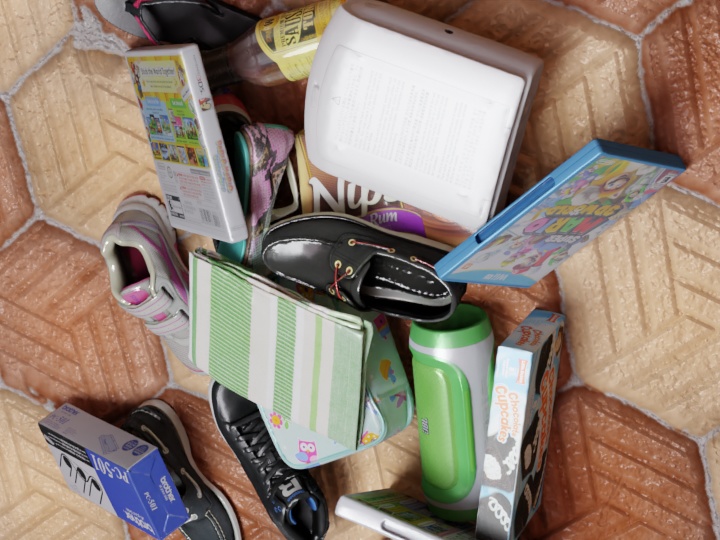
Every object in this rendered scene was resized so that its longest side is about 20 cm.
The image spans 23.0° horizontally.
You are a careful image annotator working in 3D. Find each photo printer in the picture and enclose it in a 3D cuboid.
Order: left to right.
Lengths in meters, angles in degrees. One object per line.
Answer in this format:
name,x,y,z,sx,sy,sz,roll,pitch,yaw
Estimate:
photo printer,0.047,-0.141,1.560,0.198,0.069,0.168,20,120,13

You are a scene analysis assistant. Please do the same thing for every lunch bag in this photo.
lunch bag,-0.044,0.086,1.744,0.160,0.077,0.202,-24,86,38

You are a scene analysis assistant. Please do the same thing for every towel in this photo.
towel,-0.080,0.072,1.680,0.199,0.023,0.154,23,130,22

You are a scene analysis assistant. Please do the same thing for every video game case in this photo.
video game case,-0.167,-0.123,1.680,0.200,0.023,0.184,16,122,68
video game case,0.082,0.257,1.711,0.180,0.200,0.022,22,91,15
video game case,0.177,-0.047,1.570,0.200,0.142,0.018,-39,64,32

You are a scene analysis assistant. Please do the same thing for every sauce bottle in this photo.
sauce bottle,-0.065,-0.207,1.641,0.198,0.066,0.067,-15,105,20

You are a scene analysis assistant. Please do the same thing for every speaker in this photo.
speaker,0.094,0.138,1.714,0.088,0.088,0.202,3,112,23

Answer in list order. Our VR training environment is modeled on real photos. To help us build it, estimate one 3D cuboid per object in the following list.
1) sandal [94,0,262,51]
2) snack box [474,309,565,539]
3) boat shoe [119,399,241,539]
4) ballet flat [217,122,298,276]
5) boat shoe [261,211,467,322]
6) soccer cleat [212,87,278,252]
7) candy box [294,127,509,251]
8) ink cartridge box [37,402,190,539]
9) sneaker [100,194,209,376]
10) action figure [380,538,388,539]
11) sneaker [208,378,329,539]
sandal,-0.171,-0.241,1.699,0.198,0.045,0.076,23,119,15
snack box,0.151,0.149,1.662,0.037,0.116,0.202,12,110,18
boat shoe,-0.199,0.239,1.904,0.075,0.060,0.201,-28,97,33
ballet flat,-0.095,-0.051,1.688,0.070,0.069,0.202,-3,125,-22
boat shoe,0.000,-0.002,1.631,0.199,0.063,0.074,12,123,10
soccer cleat,-0.122,-0.087,1.739,0.067,0.073,0.202,-11,127,-3
candy box,0.040,-0.077,1.664,0.198,0.056,0.118,4,112,22
ink cartridge box,-0.263,0.210,1.871,0.199,0.044,0.095,16,134,51
sneaker,-0.207,0.027,1.802,0.081,0.088,0.201,-29,97,31
action figure,0.047,0.381,1.830,0.198,0.104,0.196,-5,101,26
sneaker,-0.084,0.193,1.796,0.073,0.112,0.201,-30,107,-9
